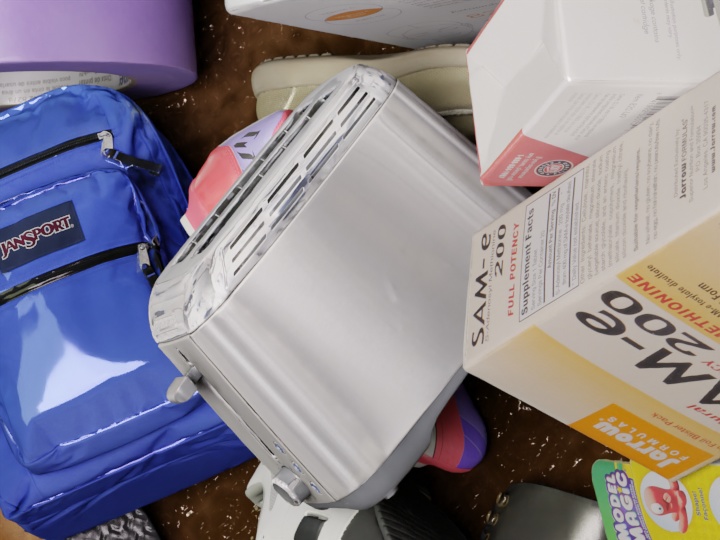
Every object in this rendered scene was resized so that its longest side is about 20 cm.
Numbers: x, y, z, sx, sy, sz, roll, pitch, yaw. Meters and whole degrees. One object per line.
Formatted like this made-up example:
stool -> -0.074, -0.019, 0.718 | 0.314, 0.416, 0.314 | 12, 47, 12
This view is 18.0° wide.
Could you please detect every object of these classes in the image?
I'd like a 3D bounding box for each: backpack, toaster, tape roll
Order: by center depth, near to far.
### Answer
toaster -> 0.000, 0.000, 1.009 | 0.129, 0.114, 0.200 | 42, 74, -11
backpack -> -0.136, 0.008, 1.142 | 0.162, 0.168, 0.201 | -21, 73, -5
tape roll -> -0.184, -0.132, 1.155 | 0.199, 0.200, 0.086 | -5, 88, 30

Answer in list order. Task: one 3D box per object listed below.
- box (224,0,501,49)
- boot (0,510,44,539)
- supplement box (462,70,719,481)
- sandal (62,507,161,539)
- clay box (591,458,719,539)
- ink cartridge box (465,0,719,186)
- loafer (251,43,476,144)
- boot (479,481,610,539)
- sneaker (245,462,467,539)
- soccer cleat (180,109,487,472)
box -> 0.048, -0.170, 1.016 | 0.151, 0.200, 0.107 | -8, 85, 29
boot -> -0.206, 0.054, 1.247 | 0.199, 0.068, 0.190 | 21, 96, 26
supplement box -> 0.151, -0.002, 0.906 | 0.200, 0.126, 0.074 | -35, 37, 42
sandal -> -0.101, 0.212, 1.191 | 0.075, 0.045, 0.201 | -23, 77, -10
clay box -> 0.196, 0.128, 0.979 | 0.199, 0.047, 0.116 | 0, 110, 47
ink cartridge box -> 0.156, -0.085, 0.949 | 0.117, 0.198, 0.068 | 129, 139, -66
loafer -> 0.033, -0.073, 1.103 | 0.199, 0.075, 0.069 | 1, 92, 40
boot -> 0.045, 0.161, 1.105 | 0.199, 0.077, 0.139 | 7, 83, 27
sneaker -> -0.003, 0.135, 1.073 | 0.089, 0.074, 0.200 | -49, 28, 8
soccer cleat -> 0.000, 0.013, 1.092 | 0.076, 0.067, 0.200 | -42, 95, 19
